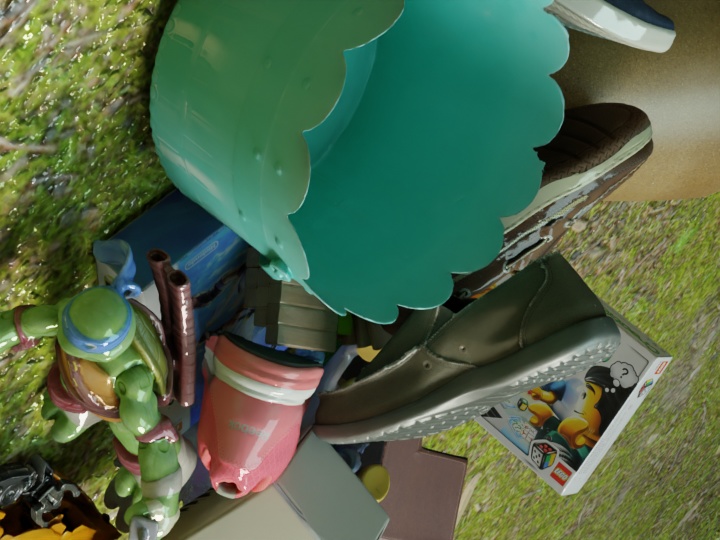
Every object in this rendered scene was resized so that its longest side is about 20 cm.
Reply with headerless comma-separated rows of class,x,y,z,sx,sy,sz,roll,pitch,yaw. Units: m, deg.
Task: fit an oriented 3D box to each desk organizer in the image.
desk organizer,0.034,0.093,1.291,0.077,0.072,0.201,17,82,-33

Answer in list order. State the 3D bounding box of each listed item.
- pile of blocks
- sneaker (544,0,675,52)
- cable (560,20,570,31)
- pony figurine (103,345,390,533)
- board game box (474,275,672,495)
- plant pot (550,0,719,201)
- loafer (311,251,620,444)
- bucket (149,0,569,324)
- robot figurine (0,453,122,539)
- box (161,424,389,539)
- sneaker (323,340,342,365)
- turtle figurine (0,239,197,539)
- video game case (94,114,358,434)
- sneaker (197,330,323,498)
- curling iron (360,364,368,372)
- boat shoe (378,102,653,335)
pile of blocks,0.000,0.000,1.121,0.199,0.062,0.083,-23,105,-40
sneaker,0.107,-0.195,1.034,0.199,0.075,0.085,27,91,-23
cable,0.123,-0.211,1.118,0.200,0.097,0.050,-44,160,-18
pony figurine,-0.044,0.124,1.211,0.200,0.167,0.193,-23,-155,52
board game box,0.115,0.053,1.357,0.127,0.200,0.035,-58,155,16
plant pot,0.129,-0.124,1.187,0.199,0.187,0.187,-12,139,-31
loafer,0.054,0.046,1.043,0.199,0.070,0.075,-24,165,29
bucket,-0.002,-0.087,0.972,0.207,0.134,0.208,-29,134,-35
robot figurine,-0.222,0.170,1.096,0.145,0.058,0.200,-50,158,-3
box,-0.083,0.180,1.121,0.200,0.082,0.068,-33,-170,32
sneaker,-0.023,0.122,1.356,0.200,0.085,0.078,-50,157,-3
turtle figurine,-0.160,0.090,0.983,0.194,0.143,0.201,83,15,-73
video game case,-0.070,-0.003,1.136,0.200,0.045,0.182,-39,155,-26
sneaker,-0.068,0.084,1.048,0.200,0.073,0.087,117,-8,-86
curling iron,0.022,0.019,1.179,0.049,0.200,0.026,-28,116,12
boat shoe,0.087,-0.028,1.088,0.201,0.075,0.075,-27,121,-9
